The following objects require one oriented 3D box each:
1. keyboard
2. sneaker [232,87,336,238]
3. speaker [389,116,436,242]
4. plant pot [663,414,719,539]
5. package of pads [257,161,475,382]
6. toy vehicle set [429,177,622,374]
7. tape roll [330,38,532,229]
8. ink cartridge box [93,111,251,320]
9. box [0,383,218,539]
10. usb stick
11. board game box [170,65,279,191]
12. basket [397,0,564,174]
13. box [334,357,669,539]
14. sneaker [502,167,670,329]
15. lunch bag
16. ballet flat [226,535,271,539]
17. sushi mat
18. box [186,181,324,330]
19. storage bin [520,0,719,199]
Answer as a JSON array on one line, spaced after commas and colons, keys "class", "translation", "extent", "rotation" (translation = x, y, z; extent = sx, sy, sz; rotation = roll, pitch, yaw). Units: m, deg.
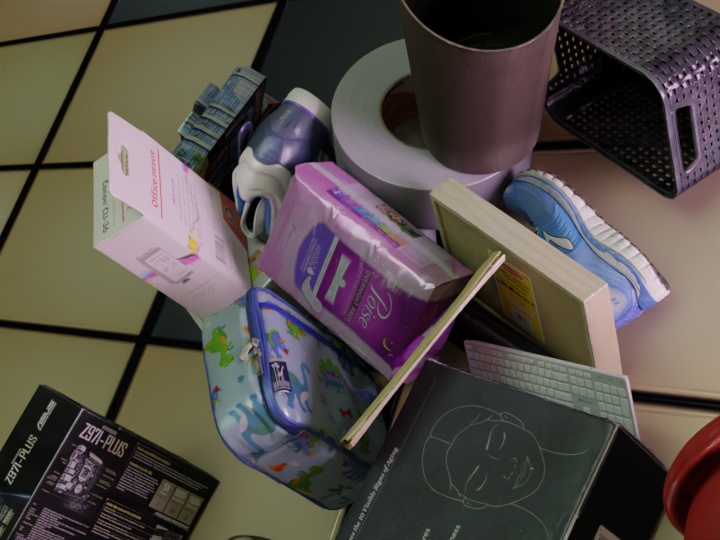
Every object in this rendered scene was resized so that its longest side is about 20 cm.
[{"class": "keyboard", "translation": [0.155, 0.098, 0.986], "extent": [0.200, 0.011, 0.057], "rotation": [10, 113, 57]}, {"class": "sneaker", "translation": [-0.081, -0.093, 1.241], "extent": [0.080, 0.200, 0.147], "rotation": [32, 79, 13]}, {"class": "speaker", "translation": [0.034, -0.096, 1.227], "extent": [0.081, 0.081, 0.201], "rotation": [-23, 51, 27]}, {"class": "plant pot", "translation": [0.294, 0.181, 0.741], "extent": [0.200, 0.200, 0.183], "rotation": [-32, 44, 20]}, {"class": "package of pads", "translation": [0.000, 0.000, 1.099], "extent": [0.200, 0.076, 0.121], "rotation": [40, 125, 27]}, {"class": "toy vehicle set", "translation": [0.142, 0.013, 1.022], "extent": [0.026, 0.125, 0.200], "rotation": [-35, 46, -16]}, {"class": "tape roll", "translation": [0.071, -0.138, 1.166], "extent": [0.199, 0.066, 0.201], "rotation": [-2, 55, 2]}, {"class": "ink cartridge box", "translation": [-0.197, -0.051, 1.154], "extent": [0.067, 0.200, 0.117], "rotation": [-29, 47, 20]}, {"class": "box", "translation": [-0.267, 0.232, 1.174], "extent": [0.086, 0.200, 0.164], "rotation": [18, 75, 45]}, {"class": "usb stick", "translation": [0.135, 0.076, 1.051], "extent": [0.033, 0.056, 0.200], "rotation": [-24, 36, -25]}, {"class": "board game box", "translation": [-0.168, -0.162, 1.393], "extent": [0.200, 0.062, 0.200], "rotation": [-57, -2, -20]}, {"class": "basket", "translation": [0.103, -0.189, 1.035], "extent": [0.135, 0.200, 0.181], "rotation": [-17, 58, -5]}, {"class": "box", "translation": [0.108, 0.201, 0.937], "extent": [0.196, 0.124, 0.201], "rotation": [17, 73, 44]}, {"class": "sneaker", "translation": [0.181, -0.018, 1.055], "extent": [0.089, 0.079, 0.200], "rotation": [-44, 44, 5]}, {"class": "lunch bag", "translation": [-0.056, 0.114, 1.075], "extent": [0.082, 0.200, 0.161], "rotation": [-31, 46, 19]}, {"class": "ballet flat", "translation": [-0.087, 0.287, 1.081], "extent": [0.200, 0.072, 0.068], "rotation": [23, 78, 46]}, {"class": "sushi mat", "translation": [0.051, 0.067, 0.981], "extent": [0.012, 0.096, 0.200], "rotation": [39, 82, 4]}, {"class": "box", "translation": [-0.132, 0.010, 1.280], "extent": [0.113, 0.101, 0.200], "rotation": [-47, 43, 3]}, {"class": "storage bin", "translation": [0.244, -0.172, 1.044], "extent": [0.094, 0.135, 0.200], "rotation": [-32, 42, -10]}]
